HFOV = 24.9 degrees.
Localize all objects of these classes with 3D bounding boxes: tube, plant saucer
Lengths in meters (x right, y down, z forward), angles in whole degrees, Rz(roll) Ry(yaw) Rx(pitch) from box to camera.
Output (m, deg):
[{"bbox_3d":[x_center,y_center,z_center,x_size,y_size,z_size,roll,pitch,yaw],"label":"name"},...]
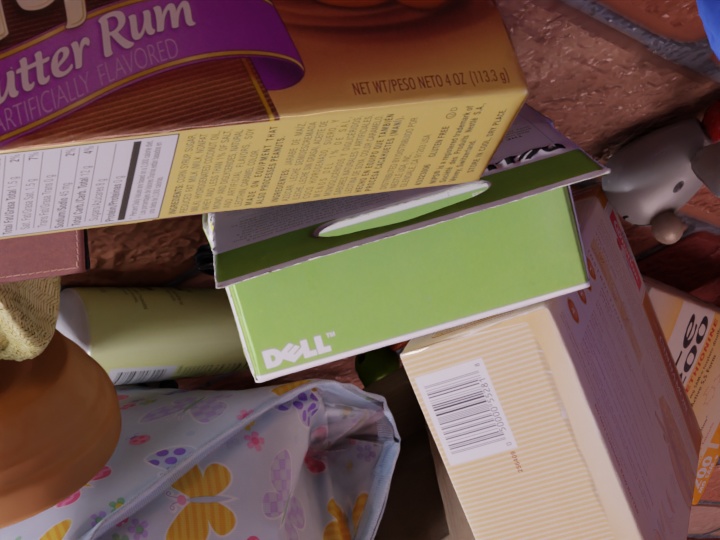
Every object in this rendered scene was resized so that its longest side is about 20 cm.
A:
[{"bbox_3d":[-0.063,0.030,0.859,0.200,0.058,0.052,-1,137,-33],"label":"tube"},{"bbox_3d":[-0.203,0.055,0.695,0.200,0.200,0.038,-7,114,-22],"label":"plant saucer"}]

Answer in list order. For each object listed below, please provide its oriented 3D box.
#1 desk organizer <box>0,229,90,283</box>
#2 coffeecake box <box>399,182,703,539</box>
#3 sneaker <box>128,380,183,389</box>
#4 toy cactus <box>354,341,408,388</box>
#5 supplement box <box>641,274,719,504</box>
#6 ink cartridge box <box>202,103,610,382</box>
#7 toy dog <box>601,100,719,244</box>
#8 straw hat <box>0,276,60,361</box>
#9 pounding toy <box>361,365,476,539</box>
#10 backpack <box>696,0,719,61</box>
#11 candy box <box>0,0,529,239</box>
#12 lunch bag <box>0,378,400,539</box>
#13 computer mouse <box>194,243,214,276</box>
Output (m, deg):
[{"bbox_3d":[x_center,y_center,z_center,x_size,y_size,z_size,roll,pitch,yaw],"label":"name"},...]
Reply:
[{"bbox_3d":[-0.075,-0.051,0.577,0.200,0.072,0.077,-8,119,-19],"label":"desk organizer"},{"bbox_3d":[0.100,0.063,0.780,0.073,0.154,0.200,-19,-168,21],"label":"coffeecake box"},{"bbox_3d":[-0.133,0.101,0.935,0.088,0.074,0.200,-10,140,25],"label":"sneaker"},{"bbox_3d":[0.030,0.096,1.002,0.200,0.102,0.165,-51,167,7],"label":"toy cactus"},{"bbox_3d":[0.164,0.068,0.989,0.200,0.073,0.126,16,100,-54],"label":"supplement box"},{"bbox_3d":[0.016,-0.006,0.652,0.147,0.076,0.200,-16,-165,-1],"label":"ink cartridge box"},{"bbox_3d":[0.221,-0.056,0.779,0.132,0.097,0.200,1,152,-36],"label":"toy dog"},{"bbox_3d":[-0.161,-0.002,0.659,0.201,0.085,0.201,-13,158,-5],"label":"straw hat"},{"bbox_3d":[0.008,0.186,0.835,0.184,0.200,0.142,-30,121,11],"label":"pounding toy"},{"bbox_3d":[0.220,-0.084,0.597,0.200,0.163,0.168,5,136,-31],"label":"backpack"},{"bbox_3d":[-0.062,-0.078,0.502,0.200,0.117,0.056,-7,154,-20],"label":"candy box"},{"bbox_3d":[-0.093,0.121,0.760,0.169,0.127,0.200,-4,-156,42],"label":"lunch bag"},{"bbox_3d":[0.000,0.000,0.859,0.200,0.034,0.059,11,175,-41],"label":"computer mouse"}]
